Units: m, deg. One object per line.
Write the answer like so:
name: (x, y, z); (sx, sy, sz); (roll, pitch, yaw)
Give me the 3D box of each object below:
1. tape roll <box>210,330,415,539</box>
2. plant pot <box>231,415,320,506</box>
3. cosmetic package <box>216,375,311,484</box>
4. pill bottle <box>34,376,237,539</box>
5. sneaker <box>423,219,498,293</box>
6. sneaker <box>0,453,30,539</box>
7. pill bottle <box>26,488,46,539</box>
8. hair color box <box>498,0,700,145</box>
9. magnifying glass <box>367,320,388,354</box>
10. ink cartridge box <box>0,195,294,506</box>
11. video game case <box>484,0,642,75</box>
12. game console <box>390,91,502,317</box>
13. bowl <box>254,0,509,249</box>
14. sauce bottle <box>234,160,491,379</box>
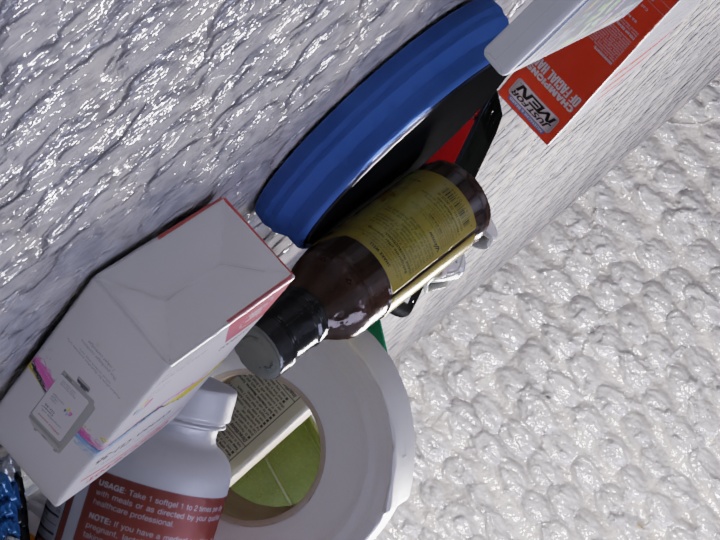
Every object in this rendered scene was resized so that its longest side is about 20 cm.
tape roll: (-0.065, 0.116, 1.528); (0.202, 0.203, 0.071); (-43, 173, 11)
plant pot: (-0.117, 0.169, 1.809); (0.190, 0.201, 0.200); (-28, 173, -3)
cosmetic package: (-0.102, 0.095, 1.622); (0.200, 0.105, 0.071); (-40, 174, 0)
pill bottle: (-0.148, 0.161, 1.454); (0.112, 0.112, 0.201); (-5, 113, -81)
sneaker: (0.037, -0.017, 1.803); (0.200, 0.087, 0.075); (-37, 174, -34)
sneaker: (-0.250, 0.158, 1.365); (0.086, 0.075, 0.200); (-9, -178, 1)
pill bottle: (-0.261, 0.231, 1.527); (0.200, 0.109, 0.109); (-38, 173, -32)
hair color box: (0.198, -0.191, 1.707); (0.111, 0.064, 0.200); (-39, 172, -40)
magnifying glass: (0.007, 0.046, 1.607); (0.022, 0.201, 0.080); (-11, 158, 2)
ink cartridge box: (-0.135, 0.057, 1.285); (0.116, 0.068, 0.200); (-36, 172, -45)
video game case: (0.176, -0.195, 1.277); (0.200, 0.023, 0.182); (-43, 173, 32)
game console: (0.052, -0.052, 1.609); (0.177, 0.031, 0.200); (-64, 173, 0)
bowl: (0.021, -0.088, 1.402); (0.201, 0.039, 0.201); (-42, 175, -5)
sauce bottle: (0.000, 0.000, 1.404); (0.200, 0.065, 0.065); (-36, 172, -39)
